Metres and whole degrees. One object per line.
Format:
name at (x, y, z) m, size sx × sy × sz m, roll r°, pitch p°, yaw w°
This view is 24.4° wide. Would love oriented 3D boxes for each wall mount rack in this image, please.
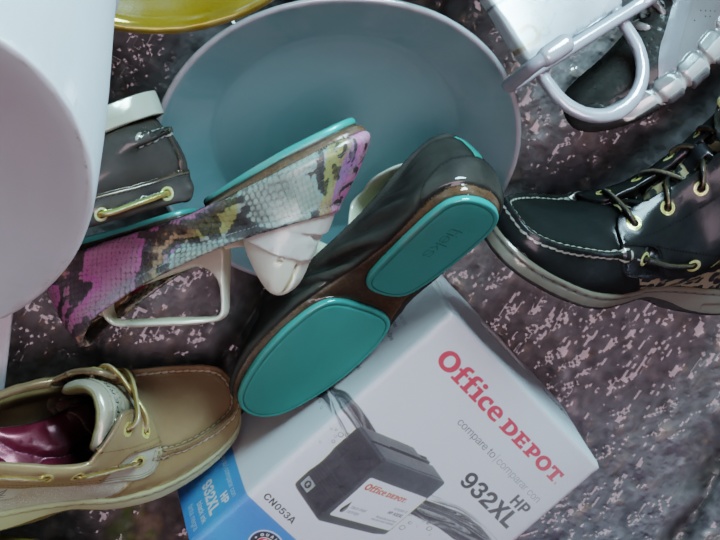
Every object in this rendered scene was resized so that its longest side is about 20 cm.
wall mount rack at (0.114, -0.185, 0.844) m, size 0.173 × 0.075 × 0.200 m, roll -33°, pitch 90°, yaw -19°

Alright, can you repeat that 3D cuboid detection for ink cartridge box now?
ink cartridge box at (0.014, 0.117, 0.972) m, size 0.200 × 0.084 × 0.145 m, roll -42°, pitch 114°, yaw 6°

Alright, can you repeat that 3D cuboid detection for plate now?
plate at (-0.013, -0.071, 0.896) m, size 0.199 × 0.026 × 0.201 m, roll -3°, pitch 134°, yaw -4°

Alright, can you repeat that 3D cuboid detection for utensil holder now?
utensil holder at (-0.186, -0.094, 0.705) m, size 0.169 × 0.200 × 0.170 m, roll -3°, pitch 127°, yaw -5°

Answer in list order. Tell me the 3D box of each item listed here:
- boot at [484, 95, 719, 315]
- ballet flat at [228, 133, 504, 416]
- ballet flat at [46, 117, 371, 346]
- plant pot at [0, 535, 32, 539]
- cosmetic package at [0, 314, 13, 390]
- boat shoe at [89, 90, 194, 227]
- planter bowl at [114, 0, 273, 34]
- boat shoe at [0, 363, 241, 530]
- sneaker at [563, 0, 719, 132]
boot at (0.173, -0.054, 0.905) m, size 0.203 × 0.074 × 0.154 m, roll 7°, pitch 128°, yaw -38°
ballet flat at (0.000, 0.000, 0.901) m, size 0.068 × 0.069 × 0.200 m, roll 27°, pitch 123°, yaw -39°
ballet flat at (-0.074, -0.012, 0.874) m, size 0.199 × 0.069 × 0.071 m, roll -22°, pitch 86°, yaw 16°
plant pot at (-0.247, 0.225, 0.911) m, size 0.142 × 0.200 × 0.201 m, roll 19°, pitch 111°, yaw 16°
cosmetic package at (-0.254, -0.024, 0.876) m, size 0.150 × 0.052 × 0.201 m, roll 7°, pitch 110°, yaw -13°
boat shoe at (-0.181, -0.022, 0.822) m, size 0.201 × 0.072 × 0.061 m, roll -26°, pitch 95°, yaw -5°
planter bowl at (-0.100, -0.222, 0.799) m, size 0.199 × 0.084 × 0.201 m, roll -3°, pitch 127°, yaw -5°
boat shoe at (-0.146, 0.088, 0.899) m, size 0.199 × 0.074 × 0.066 m, roll -17°, pitch 149°, yaw -34°
sneaker at (0.171, -0.171, 0.901) m, size 0.200 × 0.075 × 0.116 m, roll -36°, pitch 109°, yaw -5°
